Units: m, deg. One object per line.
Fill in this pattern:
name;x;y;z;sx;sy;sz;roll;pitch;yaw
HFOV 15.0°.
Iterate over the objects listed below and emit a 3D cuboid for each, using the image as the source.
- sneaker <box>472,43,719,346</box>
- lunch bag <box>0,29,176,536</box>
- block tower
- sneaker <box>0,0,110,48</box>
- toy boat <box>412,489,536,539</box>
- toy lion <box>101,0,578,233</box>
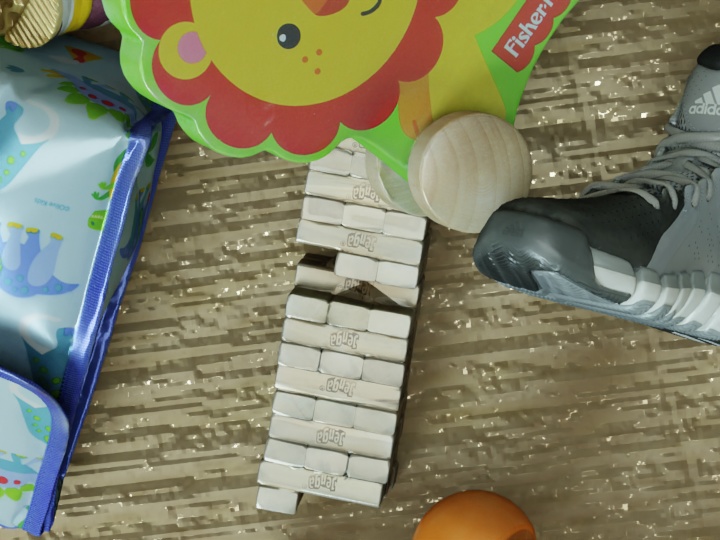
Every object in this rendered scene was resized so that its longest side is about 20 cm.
sneaker;0.116;-0.037;1.062;0.075;0.200;0.116;13;89;34
lunch bag;-0.181;-0.003;1.117;0.169;0.128;0.201;19;111;0
block tower;0.000;0.000;1.130;0.057;0.054;0.201;11;98;4
sneaker;-0.150;-0.178;1.121;0.200;0.090;0.075;54;142;16
toy boat;0.041;0.148;1.096;0.199;0.131;0.131;12;117;3
toy lion;0.008;-0.121;1.034;0.191;0.069;0.200;38;86;-23
